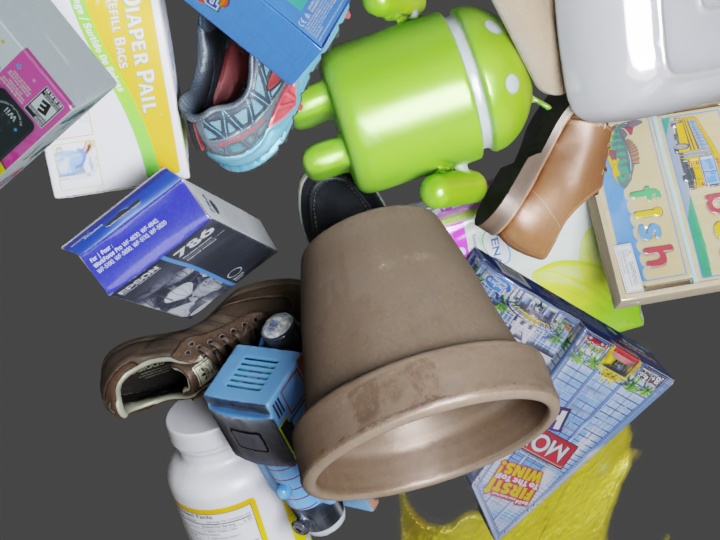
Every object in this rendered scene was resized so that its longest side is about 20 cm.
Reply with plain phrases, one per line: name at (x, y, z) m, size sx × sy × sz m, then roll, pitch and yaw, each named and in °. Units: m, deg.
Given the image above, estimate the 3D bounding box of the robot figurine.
robot figurine at (0.043, -0.131, 1.026) m, size 0.197 × 0.116 × 0.178 m, roll -18°, pitch 86°, yaw -1°

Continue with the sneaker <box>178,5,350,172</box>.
sneaker at (-0.070, -0.176, 0.962) m, size 0.095 × 0.078 × 0.203 m, roll 31°, pitch 75°, yaw -58°

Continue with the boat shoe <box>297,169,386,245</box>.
boat shoe at (0.000, 0.000, 1.112) m, size 0.074 × 0.062 × 0.202 m, roll -17°, pitch 116°, yaw 0°

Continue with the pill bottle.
pill bottle at (-0.106, 0.202, 1.164) m, size 0.103 × 0.105 × 0.202 m, roll -16°, pitch 117°, yaw -3°

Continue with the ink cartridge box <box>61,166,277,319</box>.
ink cartridge box at (-0.139, -0.015, 1.018) m, size 0.099 × 0.200 × 0.039 m, roll -36°, pitch 73°, yaw 8°

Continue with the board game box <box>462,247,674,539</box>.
board game box at (0.122, 0.116, 1.111) m, size 0.198 × 0.062 × 0.201 m, roll 28°, pitch 105°, yaw -24°

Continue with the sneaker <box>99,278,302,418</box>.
sneaker at (-0.122, 0.074, 1.116) m, size 0.198 × 0.076 × 0.071 m, roll -23°, pitch 117°, yaw 1°

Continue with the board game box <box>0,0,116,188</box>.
board game box at (-0.285, -0.122, 0.909) m, size 0.199 × 0.064 × 0.148 m, roll -34°, pitch 101°, yaw 32°

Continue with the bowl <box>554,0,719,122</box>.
bowl at (0.236, -0.215, 0.989) m, size 0.198 × 0.074 × 0.203 m, roll -15°, pitch 105°, yaw -33°

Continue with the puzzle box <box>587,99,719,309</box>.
puzzle box at (0.245, -0.077, 1.071) m, size 0.131 × 0.025 × 0.203 m, roll -9°, pitch 75°, yaw -8°

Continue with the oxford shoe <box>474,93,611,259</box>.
oxford shoe at (0.168, -0.099, 1.039) m, size 0.071 × 0.071 × 0.201 m, roll 34°, pitch 84°, yaw -11°

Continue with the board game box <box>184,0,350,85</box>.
board game box at (-0.088, -0.238, 0.889) m, size 0.199 × 0.153 × 0.045 m, roll 38°, pitch 135°, yaw -12°

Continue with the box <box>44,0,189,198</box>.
box at (-0.189, -0.171, 0.966) m, size 0.100 × 0.113 × 0.203 m, roll -9°, pitch 115°, yaw -5°

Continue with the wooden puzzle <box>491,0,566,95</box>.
wooden puzzle at (0.156, -0.263, 0.997) m, size 0.200 × 0.046 × 0.186 m, roll -47°, pitch 123°, yaw -20°

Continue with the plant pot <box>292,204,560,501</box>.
plant pot at (0.028, 0.054, 0.985) m, size 0.197 × 0.177 × 0.201 m, roll -16°, pitch 158°, yaw -6°

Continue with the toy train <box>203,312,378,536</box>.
toy train at (-0.046, 0.130, 1.091) m, size 0.086 × 0.115 × 0.202 m, roll 7°, pitch 136°, yaw 35°

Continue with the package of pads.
package of pads at (0.134, -0.006, 1.130) m, size 0.197 × 0.068 × 0.157 m, roll -15°, pitch 117°, yaw -7°
